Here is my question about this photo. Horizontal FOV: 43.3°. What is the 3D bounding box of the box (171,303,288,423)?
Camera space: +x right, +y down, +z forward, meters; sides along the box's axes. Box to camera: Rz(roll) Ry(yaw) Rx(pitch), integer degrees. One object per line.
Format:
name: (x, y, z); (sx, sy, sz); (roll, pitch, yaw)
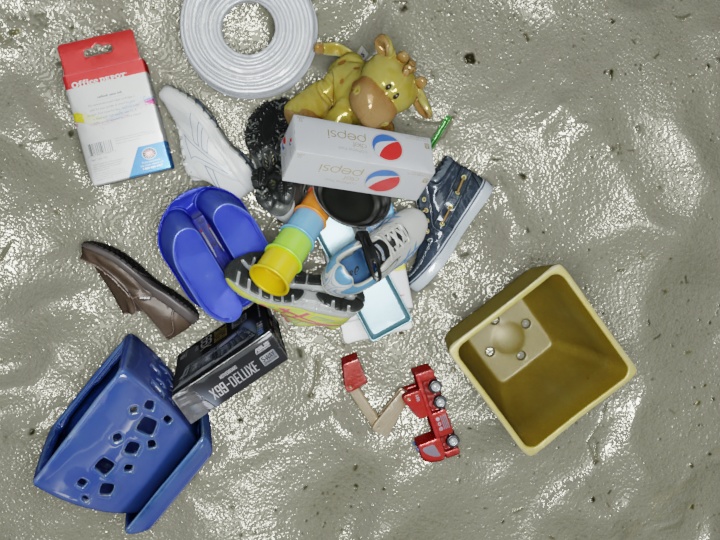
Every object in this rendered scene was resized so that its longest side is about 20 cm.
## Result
box: (-0.186, 0.123, 1.286); (0.157, 0.200, 0.050); (-33, 104, -1)

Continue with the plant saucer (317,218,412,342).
plant saucer: (0.000, 0.000, 1.314); (0.070, 0.019, 0.201); (-28, 97, -2)

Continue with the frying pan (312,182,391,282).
frying pan: (0.008, -0.074, 1.237); (0.115, 0.031, 0.190); (-25, 73, -33)

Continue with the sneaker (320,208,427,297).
sneaker: (0.031, -0.027, 1.268); (0.200, 0.072, 0.072); (-37, 98, -32)

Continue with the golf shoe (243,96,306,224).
golf shoe: (-0.120, -0.156, 1.317); (0.077, 0.095, 0.201); (-8, 60, 12)

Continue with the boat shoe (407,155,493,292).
boat shoe: (0.108, -0.071, 1.365); (0.091, 0.071, 0.201); (34, 85, -7)

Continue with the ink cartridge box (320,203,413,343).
ink cartridge box: (0.010, 0.008, 1.359); (0.115, 0.068, 0.201); (-13, 97, -4)

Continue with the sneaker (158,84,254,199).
sneaker: (-0.231, -0.180, 1.317); (0.087, 0.075, 0.200); (-37, 97, 4)

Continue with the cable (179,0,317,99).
cable: (-0.159, -0.349, 1.306); (0.199, 0.069, 0.201); (13, 94, -7)

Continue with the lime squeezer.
lime squeezer: (0.072, -0.151, 1.355); (0.038, 0.071, 0.200); (25, 59, 29)

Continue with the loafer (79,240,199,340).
loafer: (-0.332, 0.032, 1.324); (0.200, 0.073, 0.071); (38, 90, -8)

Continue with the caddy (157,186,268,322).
caddy: (-0.204, -0.023, 1.313); (0.141, 0.105, 0.201); (-32, 116, -10)

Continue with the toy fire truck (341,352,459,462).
toy fire truck: (0.061, 0.210, 1.394); (0.140, 0.049, 0.201); (-19, 98, -3)

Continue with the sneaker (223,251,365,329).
sneaker: (-0.100, 0.041, 1.278); (0.199, 0.090, 0.078); (19, 51, -11)

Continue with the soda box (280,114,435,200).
soda box: (-0.004, -0.150, 1.223); (0.199, 0.068, 0.064); (6, 57, -20)

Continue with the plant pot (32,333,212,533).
plant pot: (-0.322, 0.237, 1.290); (0.180, 0.200, 0.200); (39, 91, -15)

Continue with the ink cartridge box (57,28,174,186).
ink cartridge box: (-0.349, -0.230, 1.300); (0.116, 0.067, 0.201); (-14, 97, -5)

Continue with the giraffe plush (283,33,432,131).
giraffe plush: (0.015, -0.240, 1.266); (0.172, 0.162, 0.201); (24, 77, -34)

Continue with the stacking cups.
stacking cups: (-0.081, -0.057, 1.248); (0.060, 0.061, 0.200); (35, 55, -8)

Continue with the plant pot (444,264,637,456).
plant pot: (0.240, 0.112, 1.326); (0.195, 0.200, 0.195); (-37, 98, 0)
